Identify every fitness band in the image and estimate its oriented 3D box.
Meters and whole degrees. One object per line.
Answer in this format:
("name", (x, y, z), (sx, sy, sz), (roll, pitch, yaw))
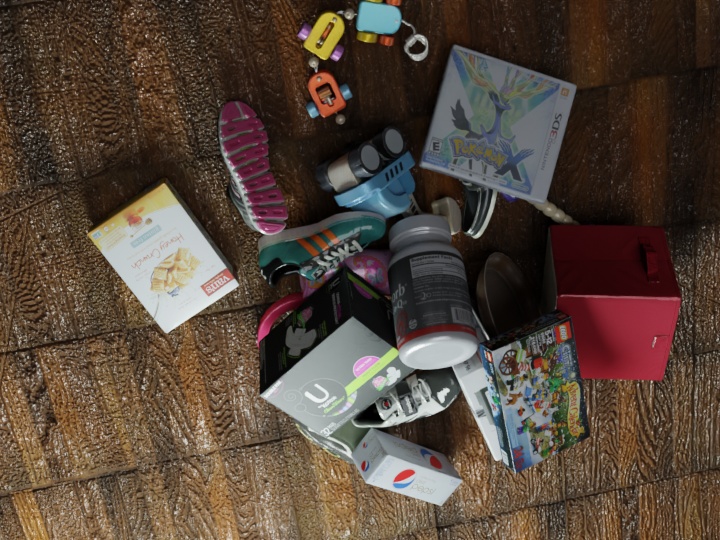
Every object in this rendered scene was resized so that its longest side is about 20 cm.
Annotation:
("fitness band", (-0.087, 0.130, 1.504), (0.142, 0.037, 0.202), (-25, 114, -1))

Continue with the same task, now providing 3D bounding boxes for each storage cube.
("storage cube", (0.378, 0.051, 1.429), (0.177, 0.172, 0.202), (2, 131, 5))

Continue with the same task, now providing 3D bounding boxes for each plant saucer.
("plant saucer", (0.234, 0.072, 1.454), (0.032, 0.201, 0.201), (-23, 117, 29))

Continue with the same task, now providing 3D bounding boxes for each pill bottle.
("pill bottle", (0.099, 0.030, 1.336), (0.114, 0.202, 0.116), (-6, 154, -3))

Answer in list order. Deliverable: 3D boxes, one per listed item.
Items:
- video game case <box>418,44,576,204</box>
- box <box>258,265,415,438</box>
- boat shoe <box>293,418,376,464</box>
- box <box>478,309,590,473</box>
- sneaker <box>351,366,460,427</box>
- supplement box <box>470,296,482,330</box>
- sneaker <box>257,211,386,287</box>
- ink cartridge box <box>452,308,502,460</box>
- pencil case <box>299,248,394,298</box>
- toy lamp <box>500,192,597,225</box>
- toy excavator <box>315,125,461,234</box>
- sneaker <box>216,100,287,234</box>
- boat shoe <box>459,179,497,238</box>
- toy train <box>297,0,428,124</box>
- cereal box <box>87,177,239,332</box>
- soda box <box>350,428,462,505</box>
("video game case", (0.202, -0.213, 1.357), (0.197, 0.022, 0.185), (16, 89, -7))
("box", (-0.037, 0.125, 1.395), (0.200, 0.125, 0.148), (-41, 121, 22))
("boat shoe", (-0.030, 0.279, 1.559), (0.060, 0.072, 0.201), (-11, 138, 44))
("box", (0.254, 0.174, 1.334), (0.135, 0.038, 0.202), (-21, 112, -17))
("sneaker", (0.071, 0.213, 1.491), (0.199, 0.088, 0.075), (-30, 79, 28))
("supplement box", (0.182, 0.117, 1.497), (0.085, 0.111, 0.200), (-38, 112, 8))
("sneaker", (-0.053, -0.026, 1.350), (0.197, 0.081, 0.071), (-15, 156, 13))
("ink cartridge box", (0.185, 0.168, 1.395), (0.067, 0.116, 0.202), (-24, 113, 2))
("pencil case", (0.000, 0.000, 1.439), (0.197, 0.088, 0.089), (0, 112, -8))
("toy lamp", (0.287, -0.103, 1.455), (0.199, 0.058, 0.058), (35, 103, -20))
("toy excavator", (0.053, -0.111, 1.376), (0.099, 0.194, 0.202), (-15, 107, 45))
("sneaker", (-0.169, -0.145, 1.359), (0.073, 0.087, 0.202), (-21, 94, -26))
("boat shoe", (0.174, -0.151, 1.406), (0.067, 0.072, 0.203), (4, 102, -19))
("toy train", (-0.009, -0.314, 1.327), (0.198, 0.056, 0.151), (-30, 114, 7))
("cereal box", (-0.296, -0.021, 1.406), (0.143, 0.040, 0.201), (-33, 113, 5))
("soda box", (0.080, 0.333, 1.557), (0.199, 0.068, 0.064), (28, 106, -40))
